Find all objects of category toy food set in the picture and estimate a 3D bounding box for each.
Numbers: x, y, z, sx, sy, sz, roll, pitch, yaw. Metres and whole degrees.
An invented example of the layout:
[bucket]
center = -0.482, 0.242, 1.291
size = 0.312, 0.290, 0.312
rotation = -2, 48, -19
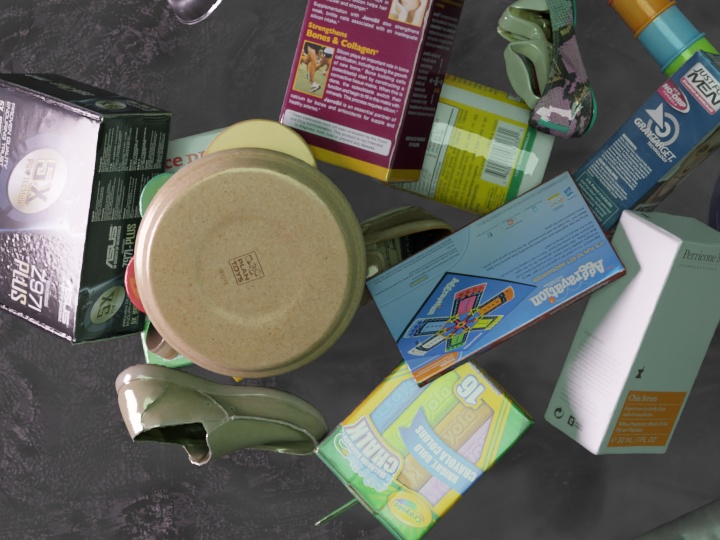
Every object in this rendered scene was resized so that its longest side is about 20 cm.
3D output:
[toy food set]
center = -0.094, -0.008, 1.421
size = 0.197, 0.049, 0.201
rotation = -35, 101, 8

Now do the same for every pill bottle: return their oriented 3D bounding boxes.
[pill bottle]
center = 0.069, -0.119, 1.536
size = 0.198, 0.113, 0.114
rotation = 18, 88, 4

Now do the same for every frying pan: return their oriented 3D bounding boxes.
[frying pan]
center = -0.124, -0.310, 1.552
size = 0.031, 0.115, 0.191
rotation = 19, 115, -36

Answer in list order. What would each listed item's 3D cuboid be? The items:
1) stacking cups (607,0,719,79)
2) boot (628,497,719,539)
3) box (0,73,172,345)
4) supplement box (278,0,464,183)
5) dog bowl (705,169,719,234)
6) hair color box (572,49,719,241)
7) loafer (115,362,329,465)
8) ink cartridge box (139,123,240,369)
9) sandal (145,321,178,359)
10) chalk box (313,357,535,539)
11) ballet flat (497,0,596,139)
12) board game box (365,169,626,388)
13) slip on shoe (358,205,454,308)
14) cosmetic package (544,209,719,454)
[stacking cups]
center = 0.278, -0.210, 1.554
size = 0.060, 0.061, 0.200
rotation = -40, 86, 1
[boot]
center = 0.319, 0.211, 1.534
size = 0.199, 0.073, 0.183
rotation = -24, 84, 9
[box]
center = -0.260, -0.058, 1.506
size = 0.163, 0.086, 0.202
rotation = 21, 108, 37
[supplement box]
center = 0.013, -0.184, 1.439
size = 0.109, 0.086, 0.202
rotation = 18, 99, 18
[dog bowl]
center = 0.410, -0.043, 1.529
size = 0.198, 0.079, 0.202
rotation = 0, 87, 3
[hair color box]
center = 0.252, -0.099, 1.498
size = 0.200, 0.100, 0.061
rotation = -46, 76, 20
[loafer]
center = -0.124, 0.139, 1.528
size = 0.198, 0.076, 0.069
rotation = 14, 61, -17
[ink cartridge box]
center = -0.138, -0.020, 1.557
size = 0.144, 0.084, 0.202
rotation = -13, 87, 3
[sandal]
center = -0.106, -0.011, 1.491
size = 0.069, 0.078, 0.213
rotation = 26, 98, -27
[chalk box]
center = 0.043, 0.161, 1.519
size = 0.124, 0.124, 0.200
rotation = 44, 91, 5
[ballet flat]
center = 0.157, -0.194, 1.509
size = 0.070, 0.069, 0.201
rotation = 10, 46, -16
[board game box]
center = 0.113, 0.007, 1.457
size = 0.199, 0.019, 0.104
rotation = -28, 70, 2
[slip on shoe]
center = 0.000, 0.000, 1.509
size = 0.199, 0.060, 0.077
rotation = -25, 114, -36
[cosmetic package]
center = 0.246, 0.055, 1.489
size = 0.071, 0.101, 0.202
rotation = 33, 111, 43
